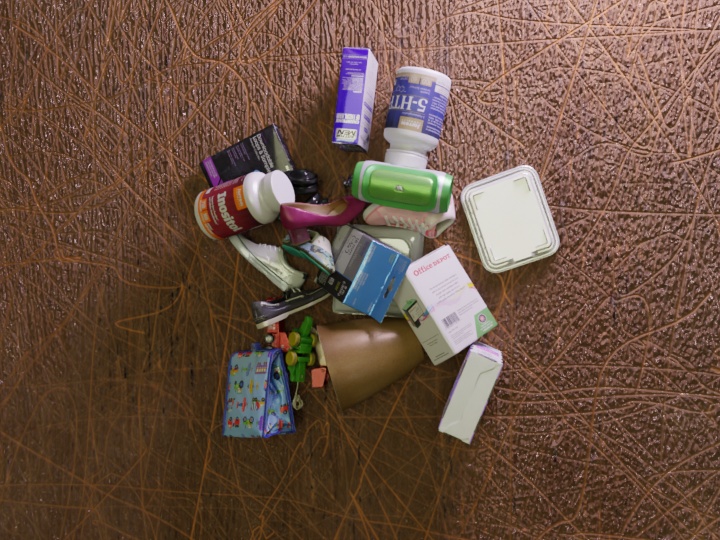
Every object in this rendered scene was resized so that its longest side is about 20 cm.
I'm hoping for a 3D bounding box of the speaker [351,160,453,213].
[{"bbox_3d":[0.086,-0.171,1.463,0.198,0.088,0.089,10,92,10],"label":"speaker"}]

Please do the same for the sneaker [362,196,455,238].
[{"bbox_3d":[0.108,-0.111,1.523,0.199,0.075,0.105,-17,70,7],"label":"sneaker"}]

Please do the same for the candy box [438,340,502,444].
[{"bbox_3d":[0.225,0.238,1.447,0.071,0.200,0.169,22,95,9],"label":"candy box"}]

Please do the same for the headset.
[{"bbox_3d":[-0.110,-0.171,1.577,0.199,0.094,0.124,-13,112,21],"label":"headset"}]

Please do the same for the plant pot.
[{"bbox_3d":[0.027,0.175,1.510,0.199,0.186,0.188,-18,87,-2],"label":"plant pot"}]

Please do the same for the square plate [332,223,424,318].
[{"bbox_3d":[0.037,0.001,1.571,0.196,0.028,0.202,4,91,11],"label":"square plate"}]

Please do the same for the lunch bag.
[{"bbox_3d":[-0.230,0.259,1.571,0.150,0.094,0.202,-10,81,43],"label":"lunch bag"}]

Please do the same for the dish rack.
[{"bbox_3d":[0.315,-0.108,1.508,0.170,0.044,0.201,-19,88,10],"label":"dish rack"}]

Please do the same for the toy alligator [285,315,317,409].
[{"bbox_3d":[-0.137,0.195,1.546,0.054,0.059,0.202,10,92,51],"label":"toy alligator"}]

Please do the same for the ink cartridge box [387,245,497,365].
[{"bbox_3d":[0.167,0.069,1.481,0.201,0.144,0.084,58,143,6],"label":"ink cartridge box"}]

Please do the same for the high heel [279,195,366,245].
[{"bbox_3d":[-0.074,-0.134,1.497,0.199,0.097,0.067,-32,39,-22],"label":"high heel"}]

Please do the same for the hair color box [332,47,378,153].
[{"bbox_3d":[-0.011,-0.362,1.538,0.064,0.109,0.202,5,91,11],"label":"hair color box"}]

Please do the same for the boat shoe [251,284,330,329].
[{"bbox_3d":[-0.145,0.061,1.543,0.199,0.073,0.063,-25,90,-30],"label":"boat shoe"}]

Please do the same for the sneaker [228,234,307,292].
[{"bbox_3d":[-0.204,-0.028,1.604,0.200,0.073,0.071,40,88,-1],"label":"sneaker"}]

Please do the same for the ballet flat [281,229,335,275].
[{"bbox_3d":[-0.103,-0.050,1.525,0.200,0.074,0.075,28,97,50],"label":"ballet flat"}]

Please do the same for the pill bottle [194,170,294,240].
[{"bbox_3d":[-0.246,-0.143,1.529,0.199,0.113,0.114,-17,87,25],"label":"pill bottle"}]

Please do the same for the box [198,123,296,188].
[{"bbox_3d":[-0.250,-0.224,1.623,0.199,0.036,0.144,-26,86,9],"label":"box"}]

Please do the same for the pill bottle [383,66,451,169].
[{"bbox_3d":[0.114,-0.314,1.508,0.119,0.120,0.202,12,92,11],"label":"pill bottle"}]

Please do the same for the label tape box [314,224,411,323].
[{"bbox_3d":[0.000,0.000,1.473,0.200,0.063,0.145,33,99,54],"label":"label tape box"}]

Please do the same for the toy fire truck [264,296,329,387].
[{"bbox_3d":[-0.140,0.157,1.596,0.140,0.049,0.202,-1,89,11],"label":"toy fire truck"}]
